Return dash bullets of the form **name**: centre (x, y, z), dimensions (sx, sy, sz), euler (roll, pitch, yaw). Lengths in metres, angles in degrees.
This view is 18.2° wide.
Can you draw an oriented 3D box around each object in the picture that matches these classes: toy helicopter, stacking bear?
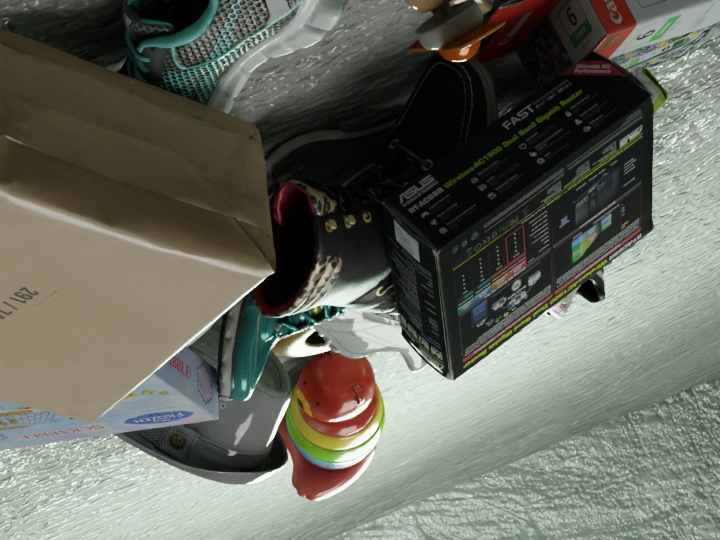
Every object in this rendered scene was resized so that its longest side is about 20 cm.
- **toy helicopter**: centre (0.038, -0.159, 1.164), dimensions (0.079, 0.133, 0.200), euler (-29, 168, 13)
- **stacking bear**: centre (-0.028, 0.143, 2.350), dimensions (0.113, 0.122, 0.200), euler (-21, 159, -13)

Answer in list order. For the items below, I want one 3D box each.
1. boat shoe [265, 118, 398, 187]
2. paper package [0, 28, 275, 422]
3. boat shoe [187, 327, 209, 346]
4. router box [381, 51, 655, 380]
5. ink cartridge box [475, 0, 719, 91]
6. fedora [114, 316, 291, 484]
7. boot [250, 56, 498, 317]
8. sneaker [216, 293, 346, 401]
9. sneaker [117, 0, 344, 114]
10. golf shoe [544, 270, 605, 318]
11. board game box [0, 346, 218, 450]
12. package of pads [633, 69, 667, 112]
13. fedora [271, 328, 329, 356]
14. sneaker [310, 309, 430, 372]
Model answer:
- **boat shoe**: centre (0.016, -0.076, 1.640), dimensions (0.200, 0.057, 0.067), euler (-15, 163, -42)
- **paper package**: centre (-0.173, -0.019, 1.216), dimensions (0.190, 0.104, 0.200), euler (19, 142, -30)
- **boat shoe**: centre (-0.191, 0.040, 1.668), dimensions (0.199, 0.072, 0.060), euler (-18, 169, -12)
- **router box**: centre (0.112, -0.037, 1.546), dimensions (0.200, 0.062, 0.150), euler (-35, 146, -19)
- **ink cartridge box**: centre (0.167, -0.168, 1.582), dimensions (0.199, 0.050, 0.109), euler (-21, 167, -27)
- **fedora**: centre (-0.134, 0.084, 1.795), dimensions (0.090, 0.200, 0.177), euler (-61, 177, 18)
- **boot**: centre (0.008, -0.054, 1.534), dimensions (0.150, 0.073, 0.201), euler (-8, 128, -49)
- **sneaker**: centre (-0.046, 0.011, 1.620), dimensions (0.078, 0.079, 0.200), euler (99, 17, -59)
- **sneaker**: centre (-0.098, -0.127, 1.207), dimensions (0.091, 0.078, 0.200), euler (8, 144, -40)
- **golf shoe**: centre (0.177, 0.002, 2.216), dimensions (0.200, 0.092, 0.073), euler (-10, 162, -48)
- **board game box**: centre (-0.225, 0.071, 1.543), dimensions (0.199, 0.041, 0.200), euler (-9, 158, 16)
- **package of pads**: centre (0.129, -0.083, 1.716), dimensions (0.200, 0.068, 0.154), euler (-38, 177, -36)
- **fedora**: centre (0.000, 0.000, 1.859), dimensions (0.200, 0.082, 0.201), euler (-25, 168, -6)
- **sneaker**: centre (-0.020, 0.026, 1.728), dimensions (0.199, 0.075, 0.081), euler (16, 118, -15)
